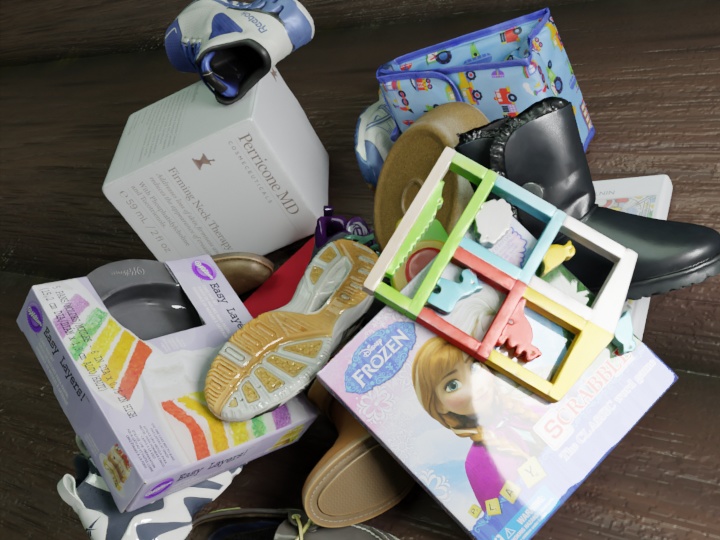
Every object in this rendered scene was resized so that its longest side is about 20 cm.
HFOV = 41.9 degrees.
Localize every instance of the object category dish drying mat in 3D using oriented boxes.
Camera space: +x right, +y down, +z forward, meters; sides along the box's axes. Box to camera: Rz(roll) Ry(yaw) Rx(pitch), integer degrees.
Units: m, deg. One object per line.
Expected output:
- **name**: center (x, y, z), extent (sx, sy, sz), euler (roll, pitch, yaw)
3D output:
- **dish drying mat**: center (-0.075, 0.023, 1.030), extent (0.200, 0.018, 0.077), euler (-44, 40, -11)

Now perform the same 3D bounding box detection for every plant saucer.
- **plant saucer**: center (0.064, -0.066, 0.909), extent (0.200, 0.035, 0.201), euler (-14, 74, 58)

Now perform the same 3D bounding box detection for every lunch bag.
- **lunch bag**: center (0.117, -0.162, 0.967), extent (0.199, 0.151, 0.094), euler (-5, 42, 34)

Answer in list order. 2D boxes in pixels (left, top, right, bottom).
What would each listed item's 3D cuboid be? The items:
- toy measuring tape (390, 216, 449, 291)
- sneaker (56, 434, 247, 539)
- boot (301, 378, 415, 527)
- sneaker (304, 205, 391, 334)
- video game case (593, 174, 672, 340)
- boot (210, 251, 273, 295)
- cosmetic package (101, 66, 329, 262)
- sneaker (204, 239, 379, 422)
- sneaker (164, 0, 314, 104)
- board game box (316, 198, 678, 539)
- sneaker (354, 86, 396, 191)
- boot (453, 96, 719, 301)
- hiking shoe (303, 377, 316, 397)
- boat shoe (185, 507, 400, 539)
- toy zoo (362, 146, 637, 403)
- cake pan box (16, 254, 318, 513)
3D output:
- **toy measuring tape**: center (0.079, 0.040, 0.812), extent (0.073, 0.074, 0.200), euler (-32, 73, 4)
- **sneaker**: center (-0.173, 0.152, 0.791), extent (0.079, 0.130, 0.199), euler (-45, 2, 43)
- **boot**: center (-0.005, 0.131, 0.823), extent (0.200, 0.074, 0.154), euler (-34, 30, -29)
- **sneaker**: center (0.000, 0.000, 0.907), extent (0.074, 0.088, 0.200), euler (-8, 22, -30)
- **video game case**: center (0.181, -0.004, 0.868), extent (0.181, 0.023, 0.201), euler (-3, 50, 34)
- **boot**: center (-0.179, 0.036, 1.059), extent (0.199, 0.074, 0.076), euler (-21, 52, 30)
- **cosmetic package**: center (-0.162, -0.118, 1.103), extent (0.199, 0.168, 0.167), euler (-22, 35, 17)
- **sneaker**: center (-0.048, 0.065, 0.787), extent (0.076, 0.088, 0.200), euler (34, 57, 20)
- **sneaker**: center (-0.157, -0.241, 1.032), extent (0.199, 0.081, 0.115), euler (3, 45, 38)
- **board game box**: center (0.104, 0.083, 0.727), extent (0.199, 0.041, 0.200), euler (44, 79, 7)
- **sneaker**: center (0.056, -0.176, 1.088), extent (0.088, 0.075, 0.201), euler (-6, 48, 30)
- **boot**: center (0.185, -0.060, 0.767), extent (0.199, 0.169, 0.076), euler (-11, 13, 31)
- **hiking shoe**: center (-0.100, 0.096, 0.908), extent (0.076, 0.101, 0.200), euler (18, 63, 44)
- **boat shoe**: center (-0.058, 0.233, 0.774), extent (0.200, 0.061, 0.072), euler (-9, 46, 29)
- **toy zoo**: center (0.119, 0.009, 0.712), extent (0.199, 0.020, 0.132), euler (31, 78, 5)
- **cake pan box**: center (-0.159, 0.079, 0.780), extent (0.200, 0.184, 0.052), euler (54, 127, 22)
